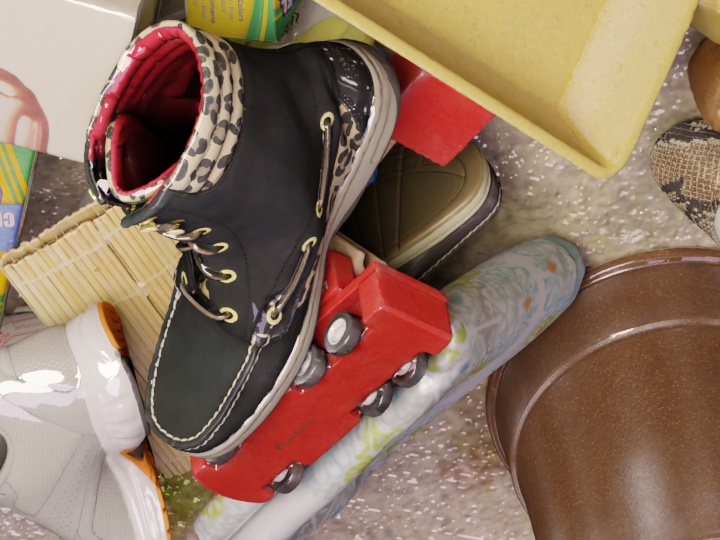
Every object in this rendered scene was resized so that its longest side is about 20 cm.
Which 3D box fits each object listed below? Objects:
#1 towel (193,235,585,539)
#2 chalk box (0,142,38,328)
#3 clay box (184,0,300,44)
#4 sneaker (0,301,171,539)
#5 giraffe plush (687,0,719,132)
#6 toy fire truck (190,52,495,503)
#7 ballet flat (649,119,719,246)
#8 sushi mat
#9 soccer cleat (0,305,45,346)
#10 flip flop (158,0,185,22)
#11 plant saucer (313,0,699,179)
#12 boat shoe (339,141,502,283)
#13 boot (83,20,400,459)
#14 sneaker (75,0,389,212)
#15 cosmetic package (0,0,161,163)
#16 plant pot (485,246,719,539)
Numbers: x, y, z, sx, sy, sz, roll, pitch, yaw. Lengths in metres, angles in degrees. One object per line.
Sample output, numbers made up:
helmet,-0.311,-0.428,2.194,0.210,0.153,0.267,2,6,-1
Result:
towel,0.016,0.067,1.371,0.048,0.171,0.200,48,117,5
chalk box,-0.223,-0.046,1.296,0.124,0.124,0.200,11,125,-12
clay box,-0.044,-0.192,1.194,0.048,0.115,0.200,7,129,13
sneaker,-0.145,0.098,1.307,0.092,0.076,0.200,-14,134,-6
giraffe plush,0.241,-0.083,1.265,0.173,0.162,0.200,-34,121,21
toy fire truck,-0.012,0.003,1.277,0.049,0.141,0.200,26,127,-32
ballet flat,0.238,-0.013,1.375,0.200,0.075,0.068,26,123,-20
sushi mat,-0.093,0.028,1.319,0.096,0.012,0.200,-31,139,1
soccer cleat,-0.147,0.041,1.398,0.085,0.069,0.200,36,129,-18
flip flop,-0.148,-0.173,1.227,0.200,0.058,0.081,31,77,-19
plant saucer,0.067,-0.171,1.211,0.200,0.048,0.200,30,78,-23
boat shoe,0.000,0.001,1.380,0.201,0.072,0.066,-33,131,29
boot,-0.073,-0.014,1.170,0.154,0.073,0.204,6,112,-60
sneaker,-0.053,-0.047,1.334,0.105,0.076,0.200,34,118,-26
cosmetic package,-0.188,-0.127,1.167,0.200,0.103,0.087,15,128,1
plant pot,0.173,0.126,1.401,0.200,0.198,0.200,-2,128,-3
